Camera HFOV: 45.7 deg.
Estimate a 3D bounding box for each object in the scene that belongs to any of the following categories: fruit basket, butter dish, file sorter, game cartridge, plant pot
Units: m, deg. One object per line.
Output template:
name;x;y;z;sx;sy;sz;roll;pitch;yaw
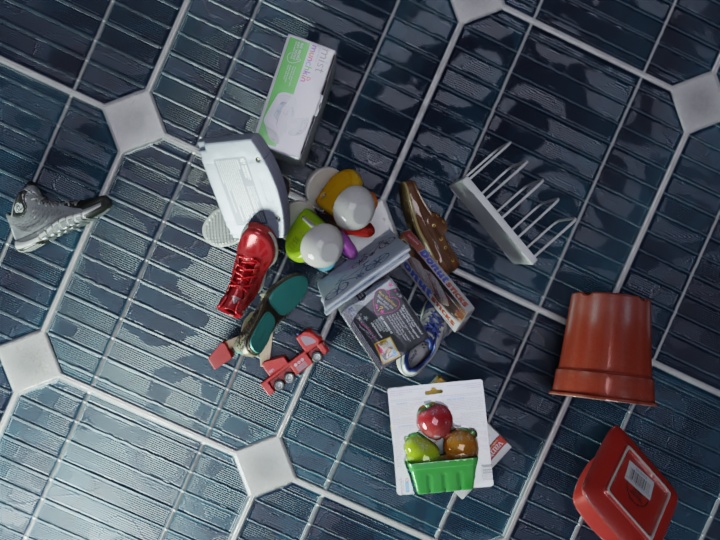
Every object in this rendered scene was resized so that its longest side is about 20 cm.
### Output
fruit basket;0.150;0.314;1.613;0.183;0.094;0.202;-6;80;0
butter dish;0.482;0.440;1.640;0.200;0.148;0.199;47;49;-2
file sorter;0.285;-0.127;1.607;0.124;0.139;0.200;-41;94;-3
game cartridge;-0.198;-0.147;1.514;0.132;0.042;0.201;-4;123;19
plant pot;0.463;0.146;1.608;0.198;0.201;0.197;8;83;-3

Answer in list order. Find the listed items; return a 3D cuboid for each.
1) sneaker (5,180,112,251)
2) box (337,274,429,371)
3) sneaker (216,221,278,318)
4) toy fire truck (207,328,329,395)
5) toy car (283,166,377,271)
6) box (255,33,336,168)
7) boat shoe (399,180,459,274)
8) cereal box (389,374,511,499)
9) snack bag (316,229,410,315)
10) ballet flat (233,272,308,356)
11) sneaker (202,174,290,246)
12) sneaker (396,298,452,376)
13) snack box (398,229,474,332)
sneaker;-0.574;-0.124;1.597;0.199;0.075;0.116;-26;91;-1
box;0.034;0.081;1.566;0.114;0.200;0.133;-34;98;-2
sneaker;-0.205;0.014;1.548;0.078;0.201;0.116;17;48;3
toy fire truck;-0.175;0.157;1.638;0.199;0.049;0.142;-37;92;-2
toy car;-0.048;-0.084;1.597;0.200;0.175;0.150;-49;130;-1
box;-0.115;-0.302;1.560;0.096;0.176;0.202;19;92;-1
boat shoe;0.131;-0.082;1.637;0.067;0.072;0.202;-23;99;-7
cereal box;0.176;0.324;1.665;0.200;0.040;0.144;43;91;-3
snack bag;0.000;0.000;1.570;0.188;0.200;0.021;-36;105;0
ballet flat;-0.178;0.079;1.614;0.068;0.075;0.201;55;53;-31
sneaker;-0.209;-0.114;1.619;0.199;0.079;0.079;-30;97;24
sneaker;0.139;0.116;1.633;0.075;0.088;0.201;28;89;-2
snack box;0.134;0.018;1.601;0.024;0.072;0.200;-26;67;-29
